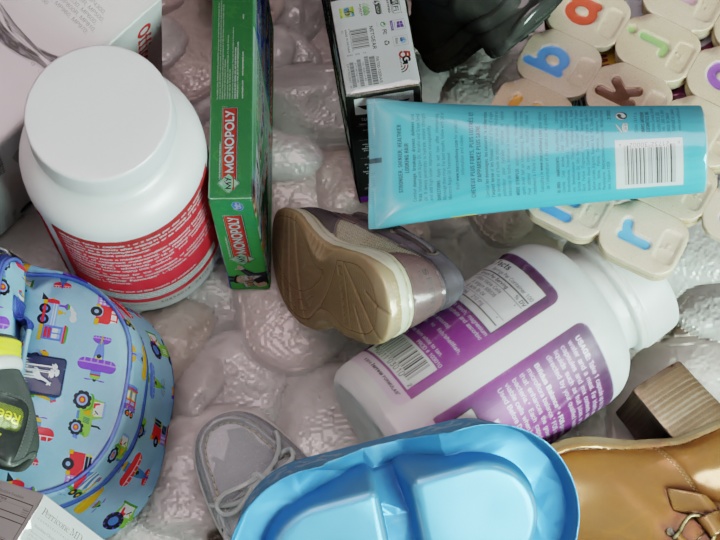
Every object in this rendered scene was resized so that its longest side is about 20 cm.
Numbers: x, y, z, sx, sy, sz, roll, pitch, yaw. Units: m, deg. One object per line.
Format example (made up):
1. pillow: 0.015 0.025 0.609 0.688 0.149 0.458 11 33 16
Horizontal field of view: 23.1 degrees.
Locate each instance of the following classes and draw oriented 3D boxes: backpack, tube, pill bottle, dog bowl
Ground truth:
1. backpack: -0.218 0.075 1.067 0.199 0.135 0.184 8 68 3
2. tube: 0.103 -0.067 1.035 0.199 0.050 0.078 -2 79 4
3. pill bottle: -0.146 -0.056 1.079 0.111 0.200 0.113 0 71 1
4. pill bottle: 0.092 0.055 1.073 0.199 0.112 0.112 -33 69 -11
5. dog bowl: 0.020 0.144 0.981 0.199 0.050 0.112 -14 104 -9

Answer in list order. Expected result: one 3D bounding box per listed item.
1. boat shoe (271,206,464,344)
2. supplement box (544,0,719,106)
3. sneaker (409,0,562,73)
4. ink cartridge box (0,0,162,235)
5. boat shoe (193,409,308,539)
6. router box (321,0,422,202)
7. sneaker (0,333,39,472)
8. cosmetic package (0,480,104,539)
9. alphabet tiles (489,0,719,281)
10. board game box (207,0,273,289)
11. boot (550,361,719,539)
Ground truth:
1. boat shoe: 0.000 0.000 1.082 0.064 0.200 0.072 -8 101 -22
2. supplement box: 0.233 -0.151 1.162 0.199 0.103 0.132 -11 66 -3
3. sneaker: 0.065 -0.185 1.131 0.076 0.200 0.091 -44 100 -12
4. ink cartridge box: -0.222 -0.110 1.135 0.083 0.147 0.200 43 75 7
5. boat shoe: -0.038 0.165 1.055 0.074 0.065 0.203 -26 68 -9
6. router box: 0.002 -0.167 1.153 0.051 0.149 0.201 -9 67 -1
7. sneaker: -0.267 0.103 0.946 0.199 0.075 0.085 -24 78 -5
8. cosmetic package: -0.144 0.203 0.977 0.050 0.200 0.083 10 62 46
9. alphabet tiles: 0.186 -0.093 1.074 0.195 0.015 0.201 27 71 14
10. board game box: -0.076 -0.106 1.138 0.029 0.135 0.201 -1 66 1
11. boot: 0.167 0.166 1.050 0.199 0.077 0.156 -30 72 -18
